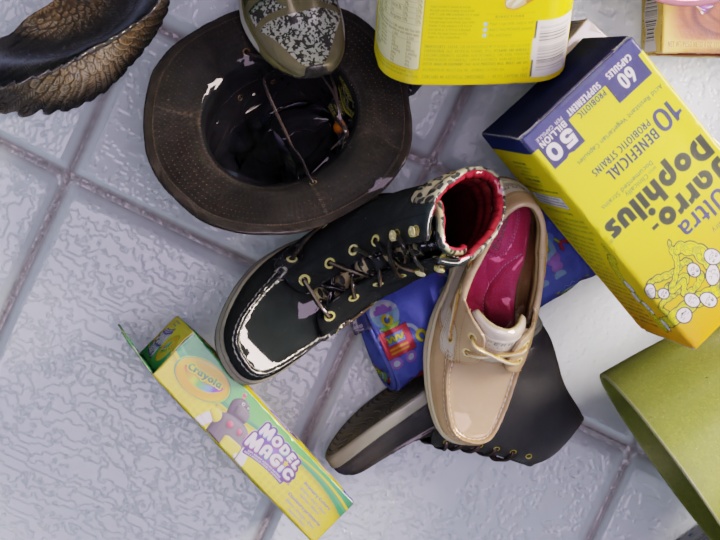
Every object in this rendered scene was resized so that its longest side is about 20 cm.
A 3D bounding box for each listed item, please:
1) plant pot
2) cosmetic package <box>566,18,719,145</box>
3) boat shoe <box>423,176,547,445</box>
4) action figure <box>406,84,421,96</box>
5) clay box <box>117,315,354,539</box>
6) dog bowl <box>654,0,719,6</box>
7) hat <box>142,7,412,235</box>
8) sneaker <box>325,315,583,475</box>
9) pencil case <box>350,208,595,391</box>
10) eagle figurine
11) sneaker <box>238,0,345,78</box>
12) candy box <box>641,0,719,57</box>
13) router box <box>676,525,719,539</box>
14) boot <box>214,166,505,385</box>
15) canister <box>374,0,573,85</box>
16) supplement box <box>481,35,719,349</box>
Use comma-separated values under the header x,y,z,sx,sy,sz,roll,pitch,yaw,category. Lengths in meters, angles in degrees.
x,y,z,sx,sy,sz,roll,pitch,yaw,category
0.315,0.096,1.416,0.199,0.187,0.188,-36,101,0,plant pot
0.218,-0.108,1.444,0.200,0.083,0.051,41,89,-11,cosmetic package
0.093,0.035,1.357,0.073,0.069,0.203,4,101,-15,boat shoe
0.065,-0.228,1.408,0.191,0.105,0.202,11,107,-5,action figure
-0.095,0.105,1.381,0.048,0.115,0.200,-43,102,-6,clay box
0.245,-0.272,1.326,0.198,0.074,0.201,-12,141,-10,dog bowl
-0.062,-0.100,1.380,0.198,0.081,0.203,2,69,-6,hat
0.077,0.125,1.438,0.199,0.075,0.107,-31,100,-8,sneaker
0.083,0.011,1.429,0.199,0.078,0.087,-29,85,-7,pencil case
-0.188,-0.192,1.318,0.151,0.150,0.202,28,83,-48,eagle figurine
-0.056,-0.236,1.345,0.076,0.089,0.202,-12,74,-8,sneaker
0.281,-0.267,1.456,0.115,0.056,0.203,-1,94,-10,candy box
0.259,0.327,1.506,0.199,0.049,0.181,-33,100,-7,router box
0.000,-0.002,1.318,0.203,0.153,0.074,-42,104,-33,boot
0.083,-0.232,1.288,0.147,0.087,0.202,-2,126,-8,canister
0.199,-0.058,1.349,0.109,0.109,0.200,-42,102,-4,supplement box
